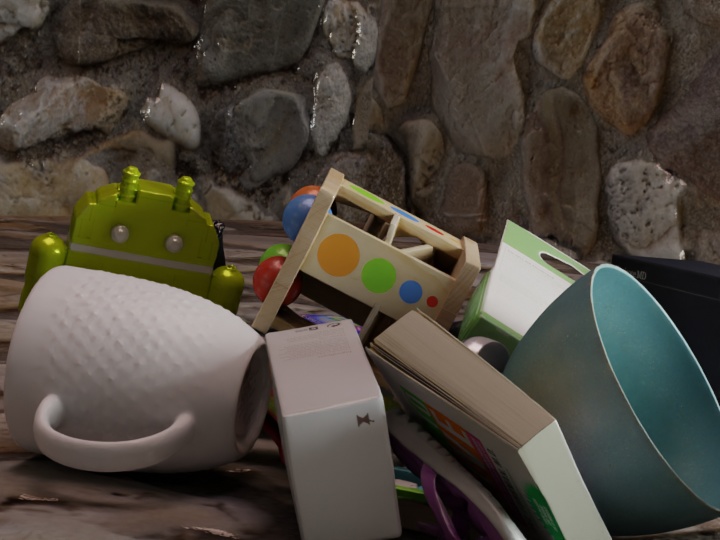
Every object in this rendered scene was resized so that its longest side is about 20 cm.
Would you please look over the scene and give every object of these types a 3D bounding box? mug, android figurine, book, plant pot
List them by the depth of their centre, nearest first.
[{"bbox_3d":[0.093,0.120,1.191,0.048,0.134,0.200,-35,30,-13],"label":"book"},{"bbox_3d":[0.172,0.115,1.300,0.134,0.201,0.200,-31,-11,24],"label":"plant pot"},{"bbox_3d":[-0.170,0.093,1.324,0.174,0.149,0.200,10,26,14],"label":"mug"},{"bbox_3d":[-0.187,0.010,1.449,0.180,0.202,0.041,12,21,-16],"label":"android figurine"}]

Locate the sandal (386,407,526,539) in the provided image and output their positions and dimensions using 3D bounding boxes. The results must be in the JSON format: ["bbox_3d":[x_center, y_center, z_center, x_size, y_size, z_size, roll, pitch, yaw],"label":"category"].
[{"bbox_3d":[0.061,0.163,1.191,0.083,0.050,0.203,53,-6,-31],"label":"sandal"}]

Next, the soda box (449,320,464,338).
[{"bbox_3d":[0.048,0.092,1.556,0.070,0.064,0.199,13,-19,-42],"label":"soda box"}]

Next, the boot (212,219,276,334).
[{"bbox_3d":[-0.120,0.036,1.531,0.196,0.164,0.073,-15,16,-7],"label":"boot"}]

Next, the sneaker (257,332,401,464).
[{"bbox_3d":[-0.033,0.125,1.447,0.198,0.091,0.078,17,-27,2],"label":"sneaker"}]

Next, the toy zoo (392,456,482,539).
[{"bbox_3d":[0.069,0.169,1.346,0.130,0.021,0.200,8,7,25],"label":"toy zoo"}]

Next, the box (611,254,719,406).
[{"bbox_3d":[0.306,0.089,1.558,0.103,0.184,0.200,3,7,-24],"label":"box"}]

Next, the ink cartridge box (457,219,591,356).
[{"bbox_3d":[0.162,0.047,1.487,0.145,0.048,0.200,32,25,-4],"label":"ink cartridge box"}]

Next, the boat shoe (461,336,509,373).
[{"bbox_3d":[0.082,0.097,1.373,0.066,0.070,0.200,20,-13,20],"label":"boat shoe"}]

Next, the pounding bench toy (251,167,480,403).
[{"bbox_3d":[0.000,0.000,1.434,0.155,0.125,0.200,27,10,-2],"label":"pounding bench toy"}]

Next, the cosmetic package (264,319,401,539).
[{"bbox_3d":[-0.022,0.112,1.248,0.071,0.102,0.200,-10,14,-4],"label":"cosmetic package"}]

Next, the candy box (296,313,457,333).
[{"bbox_3d":[0.034,0.093,1.785,0.198,0.078,0.169,3,5,-17],"label":"candy box"}]
